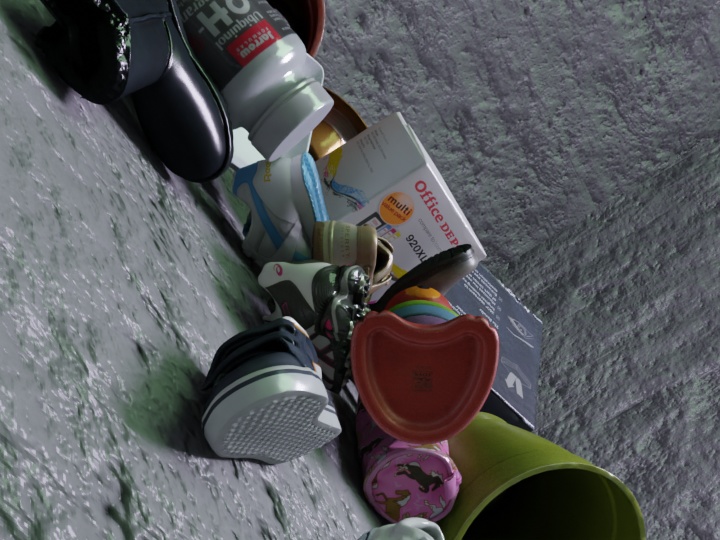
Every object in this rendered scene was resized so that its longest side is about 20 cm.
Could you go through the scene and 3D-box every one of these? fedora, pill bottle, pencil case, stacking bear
[{"bbox_3d":[-0.068,-0.143,1.381,0.082,0.200,0.201,-45,108,-39],"label":"fedora"},{"bbox_3d":[-0.119,-0.198,0.955,0.200,0.111,0.111,48,6,1],"label":"pill bottle"},{"bbox_3d":[0.043,0.159,0.997,0.083,0.086,0.200,45,13,-14],"label":"pencil case"},{"bbox_3d":[0.053,0.071,0.965,0.200,0.121,0.115,-83,176,-78],"label":"stacking bear"}]

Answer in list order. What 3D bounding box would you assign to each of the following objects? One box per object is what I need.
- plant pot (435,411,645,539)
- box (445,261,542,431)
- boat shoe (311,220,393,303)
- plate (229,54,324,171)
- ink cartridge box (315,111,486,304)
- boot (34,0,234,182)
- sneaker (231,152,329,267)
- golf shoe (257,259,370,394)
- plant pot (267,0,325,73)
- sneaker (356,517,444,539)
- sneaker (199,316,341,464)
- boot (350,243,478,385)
[{"bbox_3d":[0.135,0.234,1.027,0.201,0.200,0.193,55,-5,-25],"label":"plant pot"},{"bbox_3d":[0.109,0.089,1.271,0.197,0.117,0.200,43,33,-17],"label":"box"},{"bbox_3d":[0.000,0.000,1.013,0.200,0.064,0.072,52,36,-78],"label":"boat shoe"},{"bbox_3d":[-0.129,-0.184,1.068,0.199,0.032,0.201,34,49,-31],"label":"plate"},{"bbox_3d":[0.008,-0.046,1.183,0.147,0.199,0.145,54,8,-32],"label":"ink cartridge box"},{"bbox_3d":[-0.175,-0.146,0.832,0.168,0.076,0.201,-64,138,-69],"label":"boot"},{"bbox_3d":[-0.071,-0.025,1.042,0.077,0.080,0.201,-86,168,-53],"label":"sneaker"},{"bbox_3d":[-0.039,0.044,0.953,0.200,0.088,0.078,91,17,-61],"label":"golf shoe"},{"bbox_3d":[-0.140,-0.281,1.257,0.201,0.200,0.195,58,-1,-1],"label":"plant pot"},{"bbox_3d":[0.023,0.206,0.710,0.073,0.071,0.200,58,6,-3],"label":"sneaker"},{"bbox_3d":[-0.063,0.071,0.666,0.200,0.078,0.080,76,-11,-74],"label":"sneaker"},{"bbox_3d":[0.065,0.071,1.104,0.131,0.200,0.068,53,17,-3],"label":"boot"}]
